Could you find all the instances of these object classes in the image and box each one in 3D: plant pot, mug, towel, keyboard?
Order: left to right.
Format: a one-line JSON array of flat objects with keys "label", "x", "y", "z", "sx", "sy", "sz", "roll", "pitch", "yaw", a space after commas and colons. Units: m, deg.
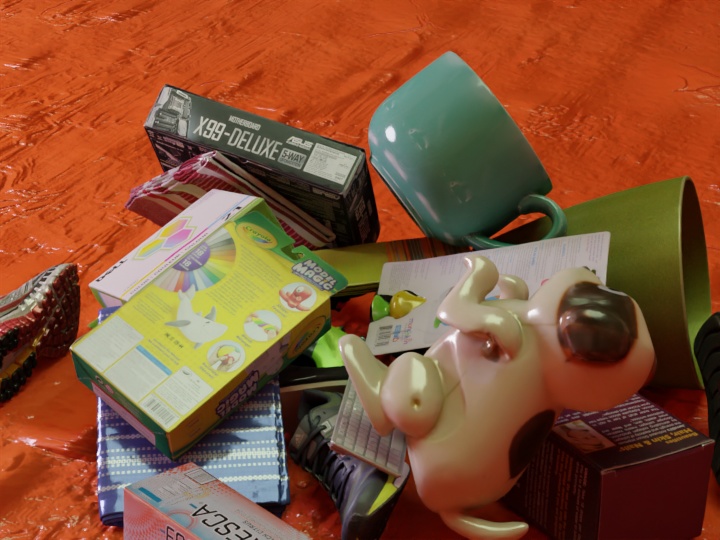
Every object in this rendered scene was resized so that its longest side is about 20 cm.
[{"label": "towel", "x": -0.131, "y": 0.108, "z": 1.384, "sx": 0.144, "sy": 0.024, "sz": 0.201, "roll": -3, "pitch": 52, "yaw": -4}, {"label": "towel", "x": -0.124, "y": -0.046, "z": 1.653, "sx": 0.144, "sy": 0.023, "sz": 0.200, "roll": 34, "pitch": -23, "yaw": -20}, {"label": "towel", "x": 0.000, "y": 0.000, "z": 1.574, "sx": 0.199, "sy": 0.018, "sz": 0.086, "roll": -7, "pitch": 24, "yaw": -1}, {"label": "keyboard", "x": 0.012, "y": 0.108, "z": 1.356, "sx": 0.056, "sy": 0.011, "sz": 0.200, "roll": 21, "pitch": 16, "yaw": -1}, {"label": "mug", "x": 0.083, "y": -0.089, "z": 1.545, "sx": 0.114, "sy": 0.152, "sz": 0.185, "roll": -37, "pitch": 36, "yaw": 0}, {"label": "plant pot", "x": 0.199, "y": 0.018, "z": 1.587, "sx": 0.199, "sy": 0.188, "sz": 0.187, "roll": -4, "pitch": 20, "yaw": 17}]

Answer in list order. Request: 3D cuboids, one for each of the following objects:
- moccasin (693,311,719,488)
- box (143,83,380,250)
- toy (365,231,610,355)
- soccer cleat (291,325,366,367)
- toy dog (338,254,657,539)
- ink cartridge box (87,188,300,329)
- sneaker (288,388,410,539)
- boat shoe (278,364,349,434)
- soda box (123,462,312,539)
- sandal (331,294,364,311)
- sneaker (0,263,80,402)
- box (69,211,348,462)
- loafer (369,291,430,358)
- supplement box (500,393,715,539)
[{"label": "moccasin", "x": 0.317, "y": 0.122, "z": 1.433, "sx": 0.077, "sy": 0.074, "sz": 0.202, "roll": 20, "pitch": 35, "yaw": -18}, {"label": "box", "x": -0.086, "y": -0.083, "z": 1.629, "sx": 0.199, "sy": 0.158, "sz": 0.050, "roll": 19, "pitch": 69, "yaw": 15}, {"label": "toy", "x": 0.108, "y": 0.031, "z": 1.474, "sx": 0.199, "sy": 0.047, "sz": 0.115, "roll": -6, "pitch": 40, "yaw": 18}, {"label": "soccer cleat", "x": -0.078, "y": 0.061, "z": 1.566, "sx": 0.081, "sy": 0.068, "sz": 0.200, "roll": -31, "pitch": 40, "yaw": -34}, {"label": "toy dog", "x": 0.111, "y": 0.075, "z": 1.276, "sx": 0.200, "sy": 0.140, "sz": 0.194, "roll": -31, "pitch": 52, "yaw": 13}, {"label": "ink cartridge box", "x": -0.165, "y": -0.001, "z": 1.563, "sx": 0.148, "sy": 0.076, "sz": 0.200, "roll": -40, "pitch": 26, "yaw": -20}, {"label": "sneaker", "x": -0.014, "y": 0.147, "z": 1.338, "sx": 0.081, "sy": 0.074, "sz": 0.200, "roll": 22, "pitch": 14, "yaw": -10}, {"label": "boat shoe", "x": -0.077, "y": 0.097, "z": 1.449, "sx": 0.200, "sy": 0.074, "sz": 0.063, "roll": -6, "pitch": 54, "yaw": -15}, {"label": "soda box", "x": -0.081, "y": 0.205, "z": 1.216, "sx": 0.063, "sy": 0.069, "sz": 0.200, "roll": -17, "pitch": 30, "yaw": -39}, {"label": "sandal", "x": -0.045, "y": 0.013, "z": 1.718, "sx": 0.075, "sy": 0.045, "sz": 0.200, "roll": -4, "pitch": 9, "yaw": -29}, {"label": "sneaker", "x": -0.306, "y": 0.043, "z": 1.553, "sx": 0.082, "sy": 0.078, "sz": 0.200, "roll": 10, "pitch": 24, "yaw": 19}, {"label": "box", "x": -0.113, "y": 0.044, "z": 1.391, "sx": 0.117, "sy": 0.048, "sz": 0.200, "roll": 37, "pitch": 63, "yaw": 25}, {"label": "loafer", "x": 0.063, "y": 0.049, "z": 1.596, "sx": 0.072, "sy": 0.073, "sz": 0.200, "roll": -8, "pitch": 25, "yaw": -22}, {"label": "supplement box", "x": 0.164, "y": 0.138, "z": 1.385, "sx": 0.110, "sy": 0.086, "sz": 0.200, "roll": -11, "pitch": 26, "yaw": -30}]
